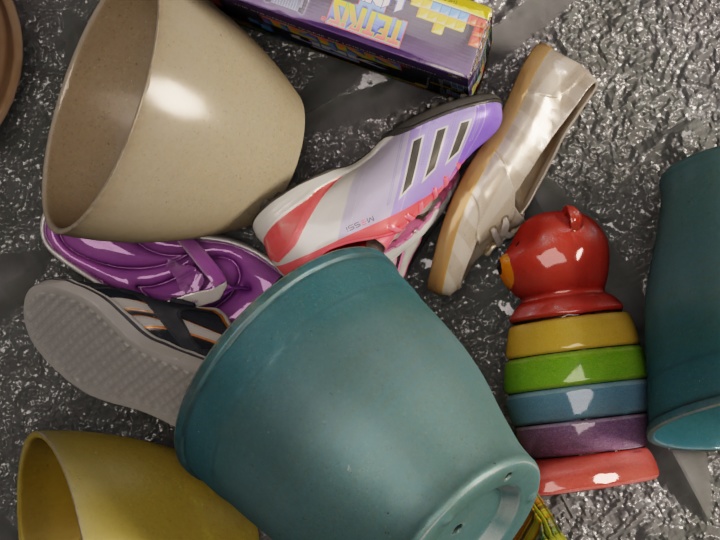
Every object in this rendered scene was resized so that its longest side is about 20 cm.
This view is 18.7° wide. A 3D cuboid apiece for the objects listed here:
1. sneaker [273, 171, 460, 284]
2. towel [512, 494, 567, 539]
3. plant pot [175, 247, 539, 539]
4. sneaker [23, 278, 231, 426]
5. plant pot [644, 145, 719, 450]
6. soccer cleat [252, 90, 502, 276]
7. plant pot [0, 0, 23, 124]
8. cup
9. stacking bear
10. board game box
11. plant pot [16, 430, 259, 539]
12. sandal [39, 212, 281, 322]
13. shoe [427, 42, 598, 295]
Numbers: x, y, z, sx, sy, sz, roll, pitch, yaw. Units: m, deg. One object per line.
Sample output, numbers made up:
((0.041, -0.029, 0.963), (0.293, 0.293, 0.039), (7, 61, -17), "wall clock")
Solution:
((0.000, 0.000, 1.610), (0.080, 0.086, 0.200), (33, 72, 30), "sneaker")
((0.076, 0.147, 1.554), (0.200, 0.018, 0.086), (57, 135, 36), "towel")
((0.012, 0.120, 1.468), (0.188, 0.200, 0.200), (42, 93, 26), "plant pot")
((-0.151, 0.058, 1.593), (0.199, 0.079, 0.079), (27, 122, 25), "sneaker")
((0.286, 0.013, 1.535), (0.199, 0.200, 0.189), (-8, 75, 4), "plant pot")
((0.023, -0.055, 1.554), (0.199, 0.068, 0.073), (-30, 74, -5), "soccer cleat")
((-0.353, -0.168, 1.603), (0.200, 0.093, 0.202), (-9, 116, -18), "plant pot")
((-0.125, -0.101, 1.572), (0.143, 0.200, 0.201), (19, 91, -24), "cup")
((0.149, 0.056, 1.579), (0.113, 0.121, 0.201), (-6, 86, -6), "stacking bear")
((-0.006, -0.182, 1.561), (0.199, 0.165, 0.057), (20, 90, 4), "board game box")
((-0.153, 0.205, 1.573), (0.141, 0.200, 0.201), (-7, 89, -23), "plant pot")
((-0.147, 0.002, 1.627), (0.202, 0.050, 0.083), (20, 93, 2), "sandal")
((0.109, -0.068, 1.600), (0.053, 0.070, 0.201), (27, 90, 11), "shoe")
